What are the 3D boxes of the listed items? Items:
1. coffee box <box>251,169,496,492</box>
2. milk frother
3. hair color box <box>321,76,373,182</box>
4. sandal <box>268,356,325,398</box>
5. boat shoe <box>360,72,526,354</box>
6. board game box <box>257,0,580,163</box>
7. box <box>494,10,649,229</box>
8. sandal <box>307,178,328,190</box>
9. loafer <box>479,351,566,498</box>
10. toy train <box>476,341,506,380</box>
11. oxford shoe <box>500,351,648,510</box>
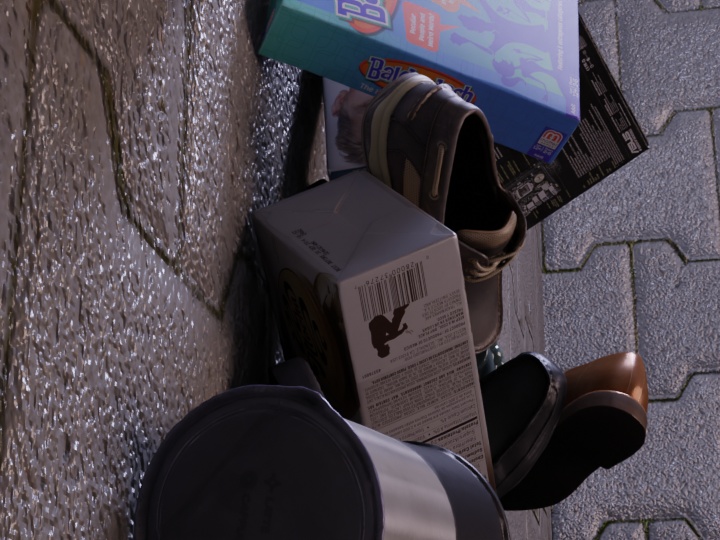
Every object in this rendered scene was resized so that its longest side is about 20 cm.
[{"bbox_3d":[0.011,0.059,0.910,0.113,0.080,0.201,40,-34,54],"label":"coffee box"},{"bbox_3d":[0.024,0.158,0.706,0.188,0.199,0.181,31,65,-65],"label":"milk frother"},{"bbox_3d":[0.027,-0.114,1.057,0.200,0.100,0.061,-95,174,-48],"label":"hair color box"},{"bbox_3d":[-0.032,0.129,0.891,0.076,0.043,0.201,-124,-163,-49],"label":"sandal"},{"bbox_3d":[0.057,-0.022,0.939,0.074,0.073,0.200,-42,132,-26],"label":"boat shoe"},{"bbox_3d":[0.042,-0.165,0.993,0.045,0.199,0.152,122,-19,-44],"label":"board game box"},{"bbox_3d":[0.116,-0.141,1.265,0.200,0.164,0.086,52,5,-38],"label":"box"},{"bbox_3d":[0.000,0.000,1.111,0.200,0.045,0.075,46,15,-54],"label":"sandal"},{"bbox_3d":[0.056,0.131,1.032,0.068,0.201,0.070,46,4,37],"label":"loafer"},{"bbox_3d":[0.047,0.074,1.105,0.200,0.114,0.085,66,7,-63],"label":"toy train"},{"bbox_3d":[0.133,0.116,1.108,0.071,0.200,0.071,38,46,-19],"label":"oxford shoe"}]
